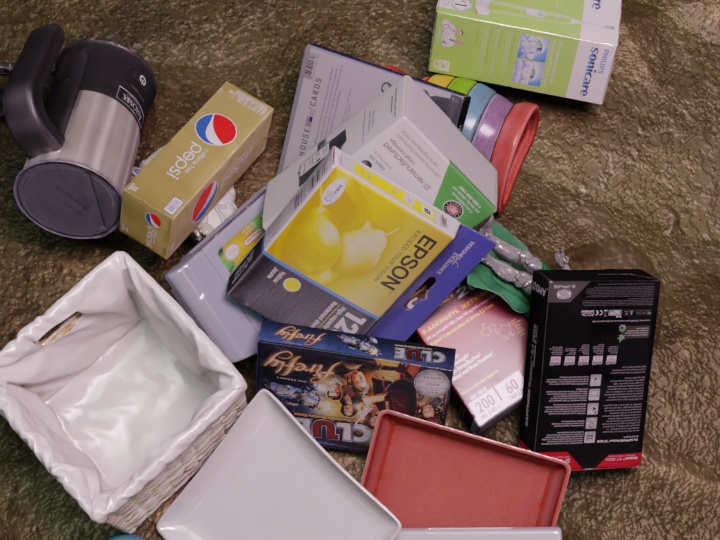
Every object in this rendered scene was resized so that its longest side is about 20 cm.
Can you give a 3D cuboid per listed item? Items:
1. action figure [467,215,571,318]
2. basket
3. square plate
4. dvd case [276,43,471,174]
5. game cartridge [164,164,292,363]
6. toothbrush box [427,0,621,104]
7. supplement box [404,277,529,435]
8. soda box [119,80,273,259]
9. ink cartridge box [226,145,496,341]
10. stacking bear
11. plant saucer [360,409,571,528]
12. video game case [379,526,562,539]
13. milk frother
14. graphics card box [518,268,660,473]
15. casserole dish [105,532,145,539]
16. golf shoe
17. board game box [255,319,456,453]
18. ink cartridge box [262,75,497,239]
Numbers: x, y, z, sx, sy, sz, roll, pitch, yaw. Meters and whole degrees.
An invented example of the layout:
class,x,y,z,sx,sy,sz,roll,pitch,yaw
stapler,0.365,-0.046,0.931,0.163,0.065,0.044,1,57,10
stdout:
class,x,y,z,sx,sy,sz,roll,pitch,yaw
action figure,0.198,0.020,1.436,0.199,0.055,0.119,34,42,-20
basket,-0.241,0.128,1.376,0.198,0.161,0.200,-42,77,-12
square plate,-0.082,0.256,1.371,0.198,0.028,0.201,43,107,13
dvd case,0.010,-0.143,1.464,0.198,0.025,0.152,23,106,26
game cartridge,-0.099,-0.002,1.427,0.200,0.040,0.134,-45,114,-31
toothbrush box,0.184,-0.278,1.509,0.197,0.087,0.147,10,47,4
supplement box,0.113,0.060,1.448,0.108,0.061,0.201,-32,75,-8
soda box,-0.171,-0.108,1.435,0.064,0.068,0.201,30,51,9
ink cartridge box,0.000,0.000,1.348,0.199,0.198,0.047,30,33,-18
stacking bear,0.085,-0.164,1.495,0.198,0.114,0.123,22,73,12
plant saucer,0.091,0.255,1.368,0.197,0.037,0.202,15,100,5
video game case,0.111,0.355,1.338,0.179,0.023,0.203,-2,91,8
milk frother,-0.340,-0.142,1.459,0.199,0.180,0.190,-28,38,34
graphics card box,0.230,0.100,1.379,0.124,0.051,0.203,-1,105,-14
casserole dish,-0.217,0.352,1.376,0.199,0.039,0.122,37,76,12
golf shoe,-0.158,-0.069,1.485,0.199,0.078,0.097,40,71,10
board game box,-0.008,0.126,1.393,0.197,0.137,0.035,8,39,4
ink cartridge box,0.018,-0.073,1.371,0.199,0.084,0.146,-35,117,27
